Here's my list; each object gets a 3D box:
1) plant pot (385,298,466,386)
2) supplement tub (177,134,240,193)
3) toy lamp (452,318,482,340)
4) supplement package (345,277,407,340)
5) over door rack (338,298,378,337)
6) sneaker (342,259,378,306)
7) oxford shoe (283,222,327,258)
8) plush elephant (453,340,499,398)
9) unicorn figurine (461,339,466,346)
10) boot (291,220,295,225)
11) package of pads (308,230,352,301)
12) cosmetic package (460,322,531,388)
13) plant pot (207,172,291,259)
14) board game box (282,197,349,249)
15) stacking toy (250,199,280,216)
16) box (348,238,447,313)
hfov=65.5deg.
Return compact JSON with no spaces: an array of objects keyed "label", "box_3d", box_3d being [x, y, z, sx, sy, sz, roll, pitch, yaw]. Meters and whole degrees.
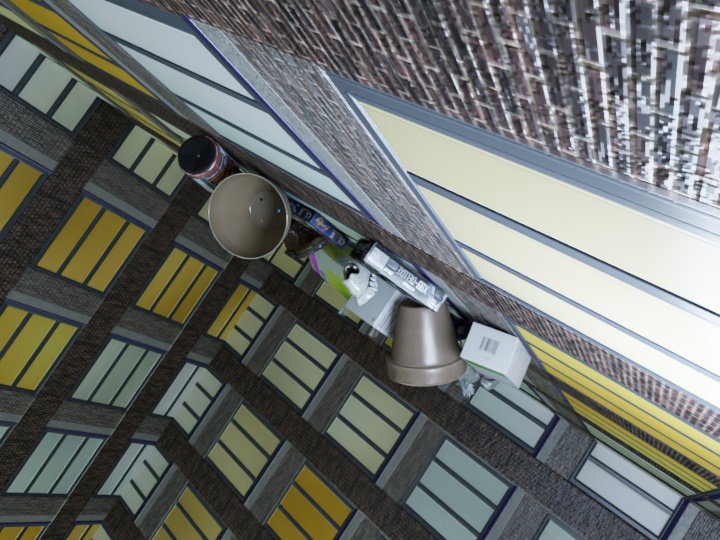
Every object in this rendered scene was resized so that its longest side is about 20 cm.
[{"label":"plant pot","box_3d":[0.151,0.159,1.342,0.198,0.176,0.200,-6,-168,1]},{"label":"supplement tub","box_3d":[-0.365,-0.253,1.394,0.107,0.107,0.200,33,177,12]},{"label":"toy lamp","box_3d":[0.259,0.148,1.392,0.058,0.058,0.200,34,177,2]},{"label":"supplement package","box_3d":[0.099,0.103,1.490,0.200,0.151,0.152,36,176,-35]},{"label":"over door rack","box_3d":[0.015,0.086,1.688,0.147,0.201,0.066,33,-157,30]},{"label":"sneaker","box_3d":[0.000,0.000,1.332,0.081,0.075,0.200,42,-159,-17]},{"label":"oxford shoe","box_3d":[-0.156,-0.081,1.464,0.199,0.072,0.085,3,121,56]},{"label":"plush elephant","box_3d":[0.344,0.274,1.655,0.201,0.154,0.166,-111,15,-45]},{"label":"unicorn figurine","box_3d":[0.319,0.207,1.476,0.199,0.074,0.137,33,176,21]},{"label":"boot","box_3d":[-0.292,-0.203,1.655,0.199,0.073,0.182,26,159,25]},{"label":"package of pads","box_3d":[-0.067,-0.021,1.547,0.200,0.068,0.155,39,154,33]},{"label":"cosmetic package","box_3d":[0.302,0.190,1.234,0.107,0.085,0.200,18,168,30]},{"label":"plant pot","box_3d":[-0.251,-0.140,1.366,0.200,0.201,0.134,34,-163,3]},{"label":"board game box","box_3d":[-0.132,-0.130,1.450,0.135,0.035,0.200,37,175,-42]},{"label":"stacking toy","box_3d":[-0.322,-0.142,1.530,0.110,0.200,0.116,54,-154,8]},{"label":"box","box_3d":[0.078,0.008,1.231,0.199,0.050,0.158,35,177,-15]}]
